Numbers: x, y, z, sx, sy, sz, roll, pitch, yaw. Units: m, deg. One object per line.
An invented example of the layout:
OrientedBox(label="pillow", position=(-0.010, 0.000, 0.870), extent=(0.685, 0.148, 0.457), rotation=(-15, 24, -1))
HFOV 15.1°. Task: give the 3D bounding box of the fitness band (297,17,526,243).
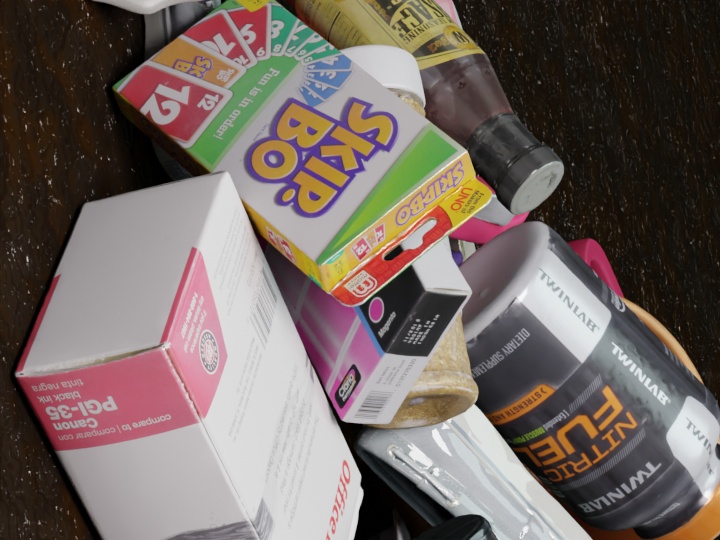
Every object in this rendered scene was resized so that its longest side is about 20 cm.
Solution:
OrientedBox(label="fitness band", position=(0.023, -0.083, 1.615), extent=(0.199, 0.037, 0.144), rotation=(21, 28, -37))

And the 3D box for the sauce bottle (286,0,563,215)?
OrientedBox(label="sauce bottle", position=(0.038, -0.113, 1.546), extent=(0.200, 0.066, 0.066), rotation=(46, 7, 22))

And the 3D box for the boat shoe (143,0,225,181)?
OrientedBox(label="boat shoe", position=(-0.077, -0.146, 1.474), extent=(0.070, 0.071, 0.202), rotation=(39, 43, -63))

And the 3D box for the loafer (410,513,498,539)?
OrientedBox(label="loafer", position=(0.005, 0.206, 1.340), extent=(0.072, 0.200, 0.073), rotation=(46, -10, -13))

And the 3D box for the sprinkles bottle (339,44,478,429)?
OrientedBox(label="sprinkles bottle", position=(0.014, -0.019, 1.460), extent=(0.068, 0.068, 0.201), rotation=(39, 38, -63))

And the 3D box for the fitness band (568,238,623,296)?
OrientedBox(label="fitness band", position=(0.200, 0.066, 2.256), extent=(0.144, 0.037, 0.201), rotation=(-86, 158, -46))

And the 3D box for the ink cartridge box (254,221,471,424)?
OrientedBox(label="ink cartridge box", position=(-0.014, -0.024, 1.415), extent=(0.037, 0.095, 0.200), rotation=(6, 40, -34))

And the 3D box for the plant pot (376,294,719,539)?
OrientedBox(label="plant pot", position=(0.102, 0.122, 1.665), extent=(0.199, 0.140, 0.201), rotation=(10, 72, -33))

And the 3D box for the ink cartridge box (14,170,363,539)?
OrientedBox(label="ink cartridge box", position=(-0.077, 0.078, 1.318), extent=(0.147, 0.082, 0.201), rotation=(-76, 149, -54))

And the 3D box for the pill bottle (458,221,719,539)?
OrientedBox(label="pill bottle", position=(0.132, 0.075, 1.548), extent=(0.200, 0.106, 0.106), rotation=(44, 30, -17))

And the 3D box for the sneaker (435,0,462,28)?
OrientedBox(label="sneaker", position=(0.025, -0.118, 1.759), extent=(0.105, 0.075, 0.202), rotation=(40, 46, -70))

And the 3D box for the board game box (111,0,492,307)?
OrientedBox(label="board game box", position=(-0.030, -0.065, 1.354), extent=(0.200, 0.095, 0.030), rotation=(41, -18, 35))

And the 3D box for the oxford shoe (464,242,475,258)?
OrientedBox(label="oxford shoe", position=(0.078, 0.066, 1.785), extent=(0.075, 0.057, 0.201), rotation=(-46, 134, -61))

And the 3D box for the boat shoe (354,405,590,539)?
OrientedBox(label="boat shoe", position=(0.070, 0.147, 1.509), extent=(0.201, 0.072, 0.070), rotation=(49, -19, -13))

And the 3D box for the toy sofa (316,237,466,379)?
OrientedBox(label="toy sofa", position=(0.000, 0.000, 1.603), extent=(0.200, 0.082, 0.098), rotation=(-24, 103, -72))

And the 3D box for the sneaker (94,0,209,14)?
OrientedBox(label="sneaker", position=(-0.122, -0.225, 1.382), extent=(0.202, 0.077, 0.147), rotation=(46, 52, -23))

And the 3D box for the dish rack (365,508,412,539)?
OrientedBox(label="dish rack", position=(0.047, 0.243, 1.565), extent=(0.172, 0.043, 0.201), rotation=(-82, 147, -86))
